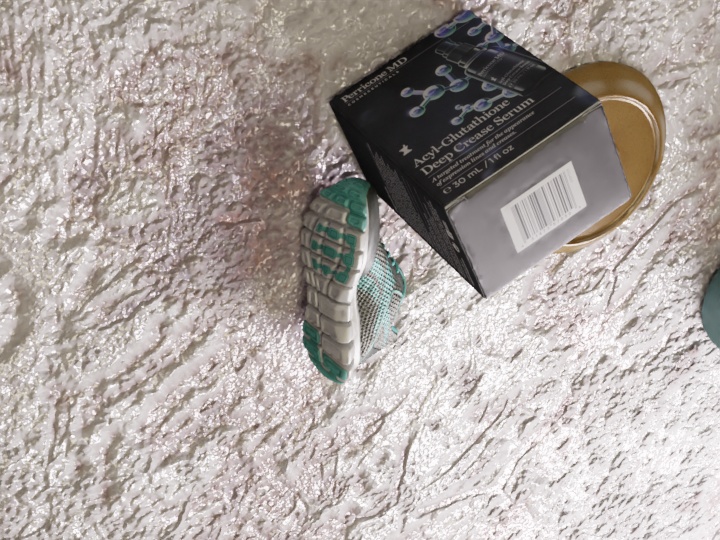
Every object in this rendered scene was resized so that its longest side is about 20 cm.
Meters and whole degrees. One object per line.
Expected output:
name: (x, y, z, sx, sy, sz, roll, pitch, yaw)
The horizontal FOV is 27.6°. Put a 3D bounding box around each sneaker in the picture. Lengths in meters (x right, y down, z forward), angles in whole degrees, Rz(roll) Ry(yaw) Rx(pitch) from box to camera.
sneaker: (0.000, 0.000, 1.297, 0.091, 0.078, 0.200, -25, 135, -36)

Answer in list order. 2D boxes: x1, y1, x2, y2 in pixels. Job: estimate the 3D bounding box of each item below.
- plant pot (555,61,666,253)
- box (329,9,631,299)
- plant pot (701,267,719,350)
plant pot: (0.211, -0.098, 1.379, 0.200, 0.027, 0.200, -16, 128, -22)
box: (0.094, -0.099, 1.189, 0.148, 0.200, 0.107, -35, 131, -8)
plant pot: (0.475, 0.068, 1.539, 0.200, 0.196, 0.201, -16, 126, -23)
